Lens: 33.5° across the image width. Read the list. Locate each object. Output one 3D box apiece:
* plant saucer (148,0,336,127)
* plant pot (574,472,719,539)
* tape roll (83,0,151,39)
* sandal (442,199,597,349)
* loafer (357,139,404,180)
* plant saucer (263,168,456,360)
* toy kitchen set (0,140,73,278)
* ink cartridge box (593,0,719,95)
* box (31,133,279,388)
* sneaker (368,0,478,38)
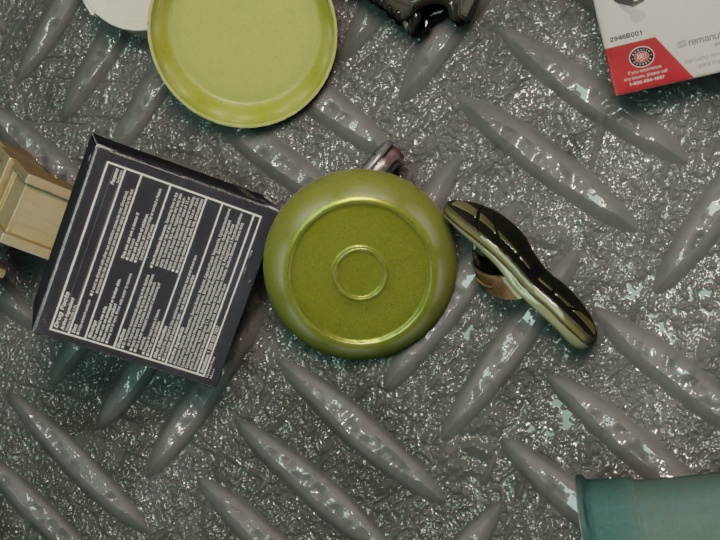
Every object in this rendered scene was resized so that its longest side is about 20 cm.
[{"bbox_3d":[-0.123,-0.253,1.260,0.197,0.031,0.202,1,113,1],"label":"plant saucer"},{"bbox_3d":[0.303,0.262,1.047,0.194,0.200,0.203,-13,84,13],"label":"plant pot"},{"bbox_3d":[-0.222,-0.358,1.330,0.200,0.071,0.205,-1,88,21],"label":"tape roll"},{"bbox_3d":[0.147,0.008,1.172,0.201,0.080,0.057,50,119,15],"label":"sandal"},{"bbox_3d":[-0.010,-0.043,1.246,0.063,0.072,0.201,38,108,-2],"label":"loafer"},{"bbox_3d":[0.000,0.000,1.204,0.197,0.031,0.203,0,106,-1],"label":"plant saucer"},{"bbox_3d":[-0.354,-0.026,1.372,0.165,0.179,0.200,-65,30,5],"label":"toy kitchen set"},{"bbox_3d":[0.281,-0.279,1.086,0.143,0.084,0.202,-11,106,21],"label":"ink cartridge box"},{"bbox_3d":[-0.216,-0.013,1.243,0.196,0.123,0.202,19,96,-20],"label":"box"},{"bbox_3d":[0.034,-0.291,1.225,0.198,0.071,0.099,9,89,20],"label":"sneaker"}]
